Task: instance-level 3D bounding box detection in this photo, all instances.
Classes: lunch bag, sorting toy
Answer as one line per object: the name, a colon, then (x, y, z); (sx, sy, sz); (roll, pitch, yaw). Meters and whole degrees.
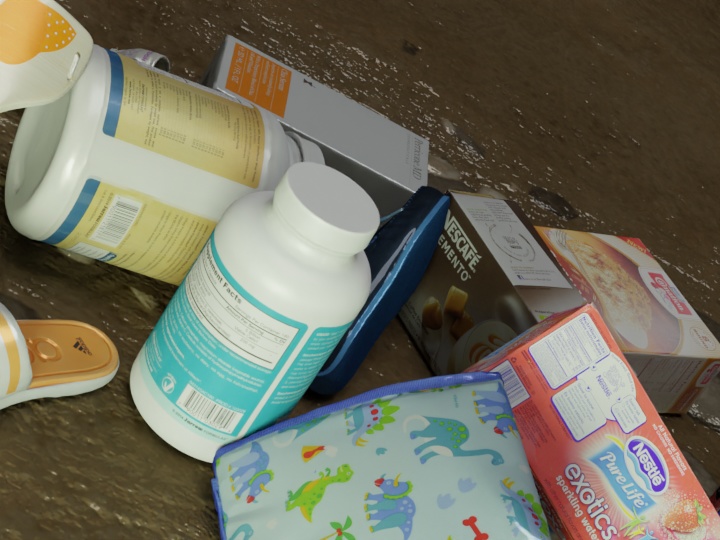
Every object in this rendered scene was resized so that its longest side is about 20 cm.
lunch bag: (0.011, 0.170, 1.241); (0.199, 0.128, 0.170); (-6, 40, -8)
sorting toy: (-0.310, -0.116, 1.296); (0.107, 0.199, 0.181); (59, 41, -41)

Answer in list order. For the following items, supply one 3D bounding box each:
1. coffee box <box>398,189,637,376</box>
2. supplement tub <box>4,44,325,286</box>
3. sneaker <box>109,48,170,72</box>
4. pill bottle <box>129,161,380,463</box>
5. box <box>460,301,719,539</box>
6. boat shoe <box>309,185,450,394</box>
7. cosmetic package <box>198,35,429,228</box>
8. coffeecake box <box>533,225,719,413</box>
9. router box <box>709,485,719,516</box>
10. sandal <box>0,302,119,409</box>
coffee box: (0.113, 0.047, 1.525); (0.079, 0.115, 0.200); (6, 41, -40)
supplement tub: (-0.140, -0.067, 1.406); (0.199, 0.145, 0.145); (19, 33, -25)
sneaker: (-0.201, -0.150, 1.513); (0.199, 0.100, 0.075); (33, 32, 1)
pill bottle: (-0.065, 0.025, 1.292); (0.110, 0.200, 0.111); (25, 31, -16)
box: (0.160, 0.134, 1.362); (0.201, 0.102, 0.095); (58, -11, 0)
boat shoe: (0.000, 0.000, 1.464); (0.068, 0.084, 0.200); (25, 49, 17)
cosmetic package: (-0.045, -0.104, 1.629); (0.199, 0.071, 0.102); (27, 30, -14)
coffeecake box: (0.191, 0.041, 1.652); (0.199, 0.073, 0.154); (5, 40, -41)
router box: (0.345, 0.238, 1.478); (0.200, 0.049, 0.179); (40, 7, 10)
sandal: (-0.229, 0.044, 1.244); (0.206, 0.059, 0.079); (-10, 51, -51)
